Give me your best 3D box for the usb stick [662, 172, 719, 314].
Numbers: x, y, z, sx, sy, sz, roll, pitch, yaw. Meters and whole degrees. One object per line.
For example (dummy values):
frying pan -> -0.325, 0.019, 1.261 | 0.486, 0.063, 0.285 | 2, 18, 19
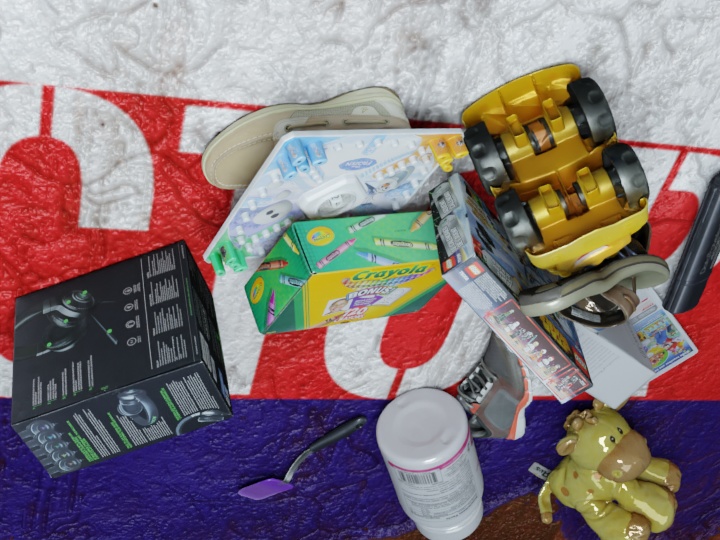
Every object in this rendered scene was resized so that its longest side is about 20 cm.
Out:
usb stick -> 0.393, -0.030, 1.223 | 0.055, 0.033, 0.201 | -21, 139, -29

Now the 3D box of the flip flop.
flip flop -> 0.216, 0.026, 0.970 | 0.081, 0.058, 0.200 | -22, 174, 40

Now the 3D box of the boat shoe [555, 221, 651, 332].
boat shoe -> 0.260, -0.008, 1.112 | 0.072, 0.200, 0.072 | 41, 123, -2

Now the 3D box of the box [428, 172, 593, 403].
box -> 0.141, 0.017, 1.011 | 0.040, 0.137, 0.200 | -33, 121, 20

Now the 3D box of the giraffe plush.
giraffe plush -> 0.318, 0.243, 1.379 | 0.199, 0.173, 0.163 | 13, 135, 16

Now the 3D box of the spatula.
spatula -> -0.071, 0.238, 1.339 | 0.200, 0.021, 0.056 | -39, 143, 16

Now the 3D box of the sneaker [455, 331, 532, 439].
sneaker -> 0.157, 0.145, 1.287 | 0.081, 0.077, 0.201 | -11, 133, -5

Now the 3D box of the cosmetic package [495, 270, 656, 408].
cosmetic package -> 0.232, 0.064, 1.201 | 0.200, 0.102, 0.074 | 29, 118, -28

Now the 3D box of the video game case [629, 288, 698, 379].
video game case -> 0.320, 0.086, 1.322 | 0.143, 0.018, 0.200 | -34, 132, 14

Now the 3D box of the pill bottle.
pill bottle -> 0.093, 0.250, 1.338 | 0.113, 0.114, 0.200 | -18, 134, 0

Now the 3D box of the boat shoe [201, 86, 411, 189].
boat shoe -> -0.050, -0.113, 0.994 | 0.199, 0.065, 0.072 | -16, 134, -3

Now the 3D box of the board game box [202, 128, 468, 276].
board game box -> -0.023, -0.062, 1.002 | 0.199, 0.026, 0.200 | -7, 152, -36

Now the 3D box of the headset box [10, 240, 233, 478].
headset box -> -0.241, 0.087, 1.043 | 0.199, 0.175, 0.093 | -19, 134, 0

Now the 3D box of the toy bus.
toy bus -> 0.196, -0.063, 1.031 | 0.135, 0.201, 0.192 | -22, 142, 5

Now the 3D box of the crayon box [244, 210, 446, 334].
crayon box -> 0.000, 0.000, 1.051 | 0.199, 0.058, 0.119 | -7, 153, -35
